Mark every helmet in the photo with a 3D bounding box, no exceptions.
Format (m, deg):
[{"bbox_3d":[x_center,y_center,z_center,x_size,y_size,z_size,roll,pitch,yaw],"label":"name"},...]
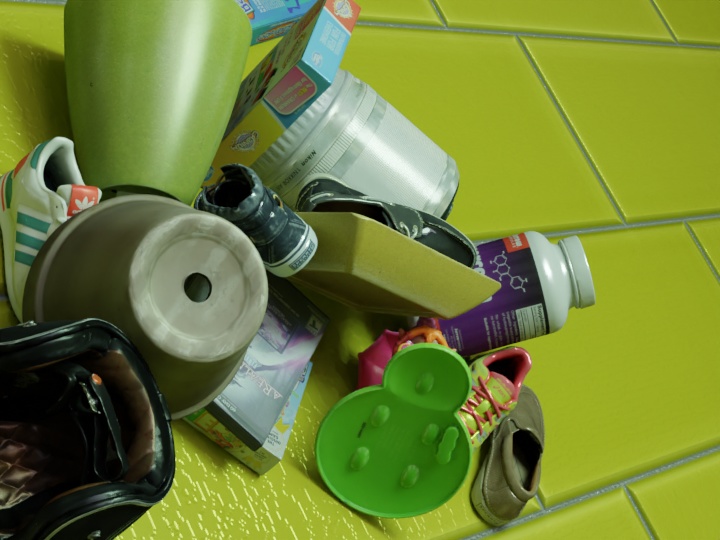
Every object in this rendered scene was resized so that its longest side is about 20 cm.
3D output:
[{"bbox_3d":[-0.252,0.135,1.118,0.200,0.189,0.202,-22,90,-77],"label":"helmet"}]

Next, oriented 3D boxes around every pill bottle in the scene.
[{"bbox_3d":[0.145,0.025,1.623,0.112,0.198,0.113,-15,90,-89],"label":"pill bottle"}]

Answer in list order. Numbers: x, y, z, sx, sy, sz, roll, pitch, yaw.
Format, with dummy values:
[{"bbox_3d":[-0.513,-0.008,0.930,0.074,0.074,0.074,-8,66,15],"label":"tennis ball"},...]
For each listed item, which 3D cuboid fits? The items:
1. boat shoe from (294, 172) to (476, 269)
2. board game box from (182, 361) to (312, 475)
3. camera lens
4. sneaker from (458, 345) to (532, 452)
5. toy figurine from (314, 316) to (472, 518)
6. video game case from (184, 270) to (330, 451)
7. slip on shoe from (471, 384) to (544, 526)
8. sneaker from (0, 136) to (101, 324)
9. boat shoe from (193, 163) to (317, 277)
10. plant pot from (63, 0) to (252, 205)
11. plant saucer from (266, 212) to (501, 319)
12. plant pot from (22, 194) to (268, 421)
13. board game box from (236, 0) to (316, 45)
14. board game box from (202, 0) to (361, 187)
[{"bbox_3d":[0.028,-0.033,1.524,0.199,0.072,0.068,22,11,-15],"label":"boat shoe"},{"bbox_3d":[-0.143,0.081,1.412,0.200,0.034,0.135,38,37,-17],"label":"board game box"},{"bbox_3d":[-0.006,-0.105,1.618,0.200,0.160,0.160,40,37,-14],"label":"camera lens"},{"bbox_3d":[0.117,0.141,1.584,0.078,0.090,0.200,46,45,-9],"label":"sneaker"},{"bbox_3d":[0.044,0.108,1.488,0.149,0.201,0.185,19,28,-7],"label":"toy figurine"},{"bbox_3d":[-0.113,0.059,1.421,0.143,0.019,0.200,43,35,-11],"label":"video game case"},{"bbox_3d":[0.171,0.188,1.633,0.076,0.061,0.200,43,36,-9],"label":"slip on shoe"},{"bbox_3d":[-0.263,-0.027,1.329,0.070,0.093,0.201,9,52,-42],"label":"sneaker"},{"bbox_3d":[-0.116,-0.063,1.386,0.091,0.071,0.200,48,-13,-32],"label":"boat shoe"},{"bbox_3d":[-0.202,-0.150,1.453,0.186,0.187,0.202,21,59,-34],"label":"plant pot"},{"bbox_3d":[0.000,0.000,1.463,0.199,0.199,0.049,26,76,-38],"label":"plant saucer"},{"bbox_3d":[-0.161,0.025,1.242,0.198,0.173,0.202,4,80,-24],"label":"plant pot"},{"bbox_3d":[-0.139,-0.343,1.786,0.153,0.045,0.200,54,35,5],"label":"board game box"},{"bbox_3d":[-0.088,-0.185,1.568,0.040,0.200,0.154,37,38,-16],"label":"board game box"}]
